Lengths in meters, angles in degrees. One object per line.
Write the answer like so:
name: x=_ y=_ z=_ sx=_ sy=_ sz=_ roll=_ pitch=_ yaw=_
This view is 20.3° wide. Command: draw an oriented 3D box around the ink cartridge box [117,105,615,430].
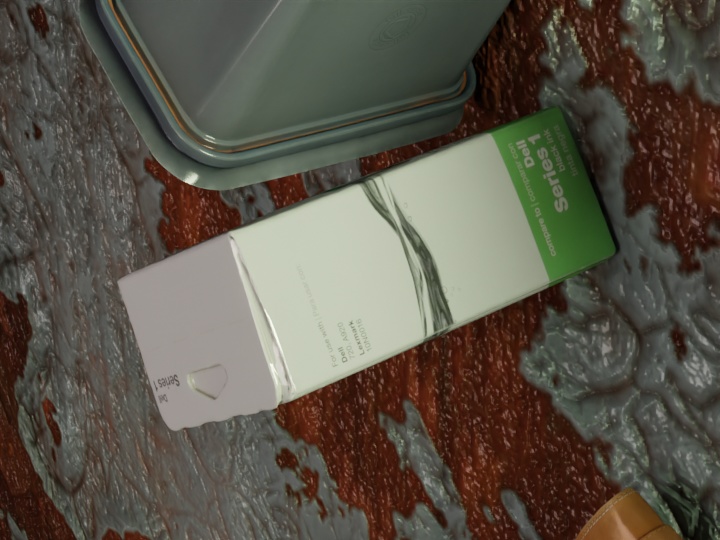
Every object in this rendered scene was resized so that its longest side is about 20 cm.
ink cartridge box: x=0.000 y=0.000 z=0.988 sx=0.146 sy=0.199 sz=0.085 roll=-20 pitch=92 yaw=59

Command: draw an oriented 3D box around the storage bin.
storage bin: x=-0.014 y=-0.147 z=0.949 sx=0.146 sy=0.199 sz=0.134 roll=59 pitch=137 yaw=17

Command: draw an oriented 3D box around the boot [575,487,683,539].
boot: x=0.166 y=0.169 z=0.952 sx=0.156 sy=0.073 sz=0.200 roll=63 pitch=147 yaw=19
